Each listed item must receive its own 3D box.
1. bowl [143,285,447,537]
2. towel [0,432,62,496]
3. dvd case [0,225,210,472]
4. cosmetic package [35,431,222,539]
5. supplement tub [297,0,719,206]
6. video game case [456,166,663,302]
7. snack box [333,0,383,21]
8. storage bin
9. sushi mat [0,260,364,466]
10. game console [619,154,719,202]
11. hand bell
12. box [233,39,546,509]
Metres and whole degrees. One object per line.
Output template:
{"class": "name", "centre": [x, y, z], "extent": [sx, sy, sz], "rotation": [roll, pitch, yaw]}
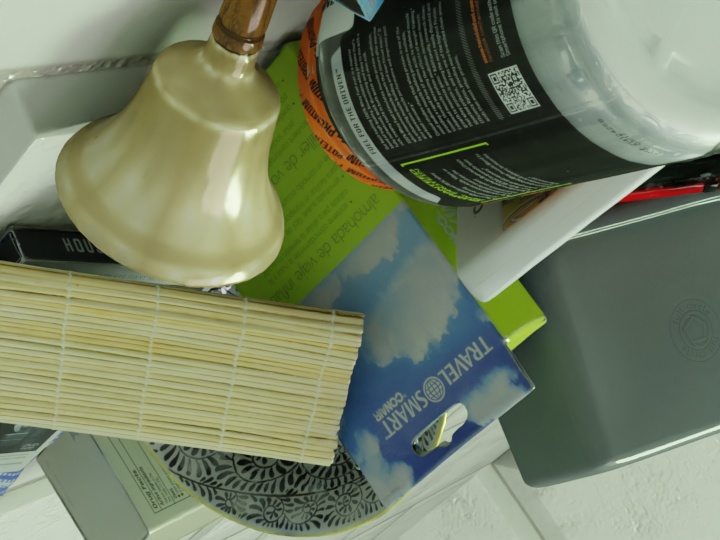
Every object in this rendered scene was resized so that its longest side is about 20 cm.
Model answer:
{"class": "bowl", "centre": [-0.033, 0.041, 0.927], "extent": [0.200, 0.201, 0.094], "rotation": [-41, -179, 25]}
{"class": "towel", "centre": [-0.213, 0.096, 0.988], "extent": [0.200, 0.024, 0.144], "rotation": [-42, 165, 26]}
{"class": "dvd case", "centre": [-0.182, 0.049, 0.852], "extent": [0.200, 0.025, 0.150], "rotation": [-42, 156, 27]}
{"class": "cosmetic package", "centre": [-0.118, 0.124, 1.155], "extent": [0.199, 0.104, 0.073], "rotation": [-20, 161, -45]}
{"class": "supplement tub", "centre": [0.064, -0.092, 0.627], "extent": [0.122, 0.124, 0.199], "rotation": [-27, -171, -32]}
{"class": "video game case", "centre": [0.123, -0.088, 0.731], "extent": [0.199, 0.023, 0.182], "rotation": [-38, -163, 18]}
{"class": "snack box", "centre": [0.005, -0.165, 0.500], "extent": [0.117, 0.037, 0.200], "rotation": [-59, 168, -4]}
{"class": "storage bin", "centre": [0.142, 0.029, 0.855], "extent": [0.198, 0.136, 0.145], "rotation": [-13, 172, -27]}
{"class": "sushi mat", "centre": [-0.102, 0.045, 0.768], "extent": [0.198, 0.012, 0.096], "rotation": [8, 128, -4]}
{"class": "game console", "centre": [0.175, -0.116, 0.800], "extent": [0.170, 0.120, 0.200], "rotation": [-7, -167, 3]}
{"class": "hand bell", "centre": [-0.046, -0.101, 0.638], "extent": [0.104, 0.104, 0.201], "rotation": [-22, 148, -45]}
{"class": "box", "centre": [0.000, 0.000, 0.793], "extent": [0.047, 0.201, 0.122], "rotation": [-22, 162, -51]}
